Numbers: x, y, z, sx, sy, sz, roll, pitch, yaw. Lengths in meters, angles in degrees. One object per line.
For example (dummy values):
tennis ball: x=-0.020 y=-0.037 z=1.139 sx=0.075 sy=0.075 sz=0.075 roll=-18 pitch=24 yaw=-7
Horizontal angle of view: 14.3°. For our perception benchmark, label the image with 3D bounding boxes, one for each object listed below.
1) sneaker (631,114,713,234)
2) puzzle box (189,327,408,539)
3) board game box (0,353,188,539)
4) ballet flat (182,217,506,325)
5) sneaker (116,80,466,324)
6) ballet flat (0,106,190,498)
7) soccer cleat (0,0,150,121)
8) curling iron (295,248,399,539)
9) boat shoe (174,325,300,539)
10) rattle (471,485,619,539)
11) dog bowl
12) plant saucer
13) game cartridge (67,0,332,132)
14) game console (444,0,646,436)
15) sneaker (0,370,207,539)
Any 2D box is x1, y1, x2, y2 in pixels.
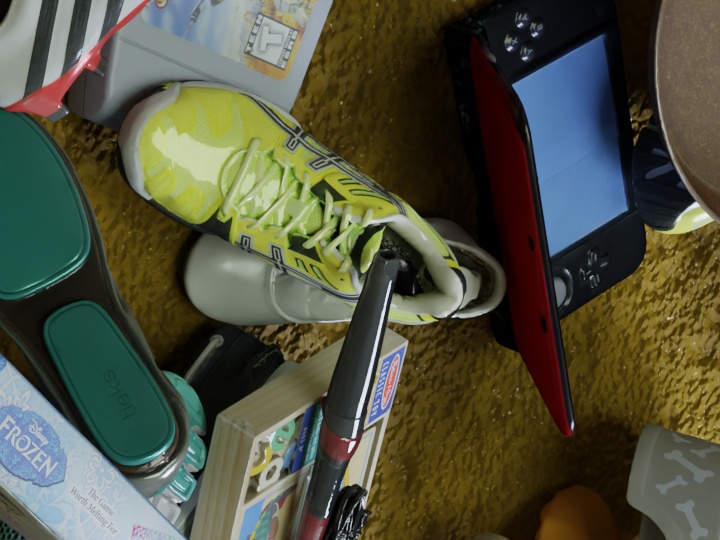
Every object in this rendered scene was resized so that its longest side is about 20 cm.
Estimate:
sneaker: x=0.228 y=-0.070 z=1.671 sx=0.200 sy=0.078 sz=0.091 roll=-42 pitch=137 yaw=-36
puzzle box: x=-0.041 y=0.133 z=1.472 sx=0.133 sy=0.025 sz=0.201 roll=-32 pitch=143 yaw=-48
board game box: x=-0.180 y=0.056 z=1.247 sx=0.043 sy=0.200 sz=0.199 roll=-50 pitch=133 yaw=-12
ballet flat: x=0.000 y=0.000 z=1.495 sx=0.199 sy=0.069 sz=0.070 roll=0 pitch=105 yaw=-43
sneaker: x=-0.027 y=-0.034 z=1.388 sx=0.199 sy=0.076 sz=0.076 roll=25 pitch=88 yaw=-31
ballet flat: x=-0.141 y=0.018 z=1.333 sx=0.067 sy=0.201 sz=0.064 roll=-24 pitch=165 yaw=-14
soccer cleat: x=-0.115 y=-0.153 z=1.291 sx=0.085 sy=0.069 sz=0.200 roll=34 pitch=112 yaw=-33
curling iron: x=-0.006 y=0.071 z=1.410 sx=0.050 sy=0.025 sz=0.201 roll=-46 pitch=152 yaw=-48
boat shoe: x=-0.101 y=0.118 z=1.448 sx=0.200 sy=0.060 sz=0.076 roll=-53 pitch=160 yaw=-19
rattle: x=0.071 y=0.233 z=1.672 sx=0.130 sy=0.143 sz=0.201 roll=15 pitch=112 yaw=-14
dog bowl: x=0.191 y=0.191 z=1.678 sx=0.200 sy=0.058 sz=0.201 roll=2 pitch=90 yaw=-76
plant saucer: x=0.222 y=-0.114 z=1.569 sx=0.200 sy=0.037 sz=0.202 roll=-3 pitch=95 yaw=-38
game cartridge: x=-0.066 y=-0.154 z=1.399 sx=0.133 sy=0.041 sz=0.201 roll=20 pitch=91 yaw=-50
game console: x=0.120 y=-0.043 z=1.556 sx=0.172 sy=0.118 sz=0.201 roll=-30 pitch=124 yaw=-32
sneaker: x=-0.148 y=0.138 z=1.382 sx=0.078 sy=0.091 sz=0.201 roll=44 pitch=64 yaw=-47
